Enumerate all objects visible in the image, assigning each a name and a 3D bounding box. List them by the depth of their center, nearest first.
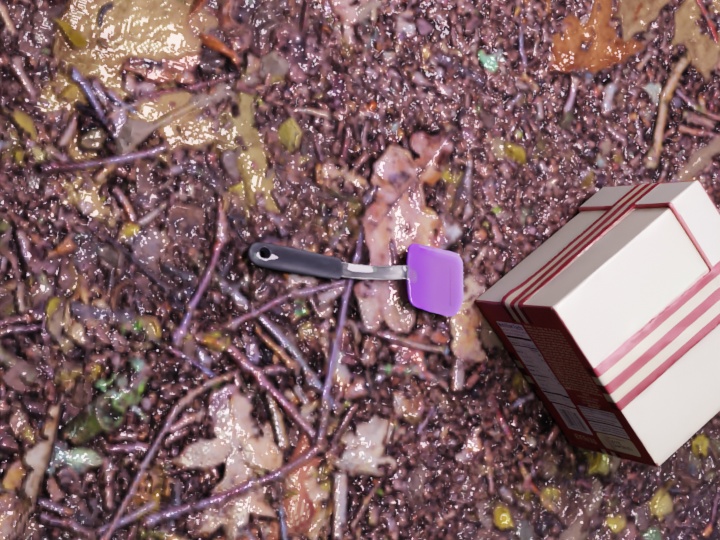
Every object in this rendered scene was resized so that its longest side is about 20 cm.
[{"bbox_3d":[0.000,0.000,1.342,0.198,0.021,0.057,7,71,-24],"label":"spatula"},{"bbox_3d":[0.236,0.044,1.378,0.186,0.184,0.201,-39,108,-14],"label":"gift box"}]
